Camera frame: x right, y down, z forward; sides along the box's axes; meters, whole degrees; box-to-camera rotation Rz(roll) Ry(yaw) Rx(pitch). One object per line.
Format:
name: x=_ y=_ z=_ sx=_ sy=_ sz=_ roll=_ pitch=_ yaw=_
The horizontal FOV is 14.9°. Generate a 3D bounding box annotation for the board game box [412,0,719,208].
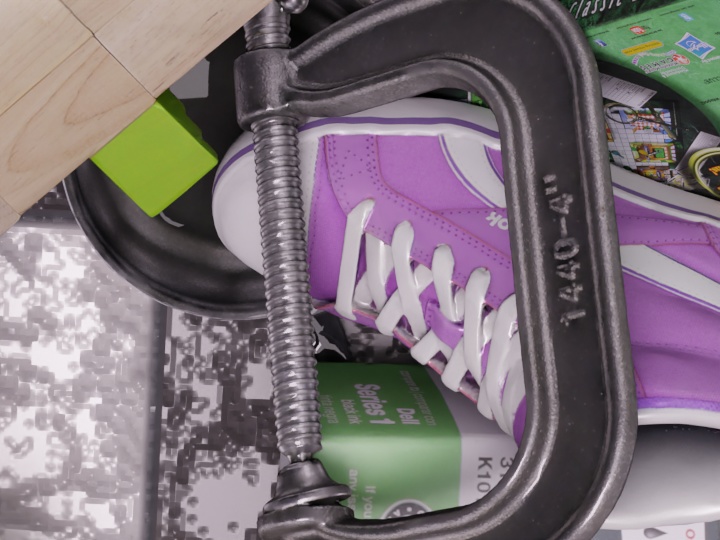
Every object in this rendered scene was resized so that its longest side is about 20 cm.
board game box: x=0.097 y=-0.047 z=0.793 sx=0.105 sy=0.200 sz=0.023 roll=35 pitch=67 yaw=-24

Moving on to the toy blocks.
toy blocks: x=-0.076 y=-0.091 z=0.787 sx=0.200 sy=0.137 sz=0.100 roll=-39 pitch=113 yaw=13

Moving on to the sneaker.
sneaker: x=0.040 y=0.014 z=0.797 sx=0.200 sy=0.114 sz=0.073 roll=13 pitch=128 yaw=13

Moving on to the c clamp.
c clamp: x=0.000 y=0.000 z=0.782 sx=0.171 sy=0.027 sz=0.200 roll=-20 pitch=69 yaw=26

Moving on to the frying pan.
frying pan: x=-0.013 y=-0.016 z=0.879 sx=0.115 sy=0.031 sz=0.190 roll=-43 pitch=107 yaw=4

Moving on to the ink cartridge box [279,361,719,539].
ink cartridge box: x=0.074 y=0.109 z=0.864 sx=0.200 sy=0.084 sz=0.146 roll=1 pitch=102 yaw=-8
